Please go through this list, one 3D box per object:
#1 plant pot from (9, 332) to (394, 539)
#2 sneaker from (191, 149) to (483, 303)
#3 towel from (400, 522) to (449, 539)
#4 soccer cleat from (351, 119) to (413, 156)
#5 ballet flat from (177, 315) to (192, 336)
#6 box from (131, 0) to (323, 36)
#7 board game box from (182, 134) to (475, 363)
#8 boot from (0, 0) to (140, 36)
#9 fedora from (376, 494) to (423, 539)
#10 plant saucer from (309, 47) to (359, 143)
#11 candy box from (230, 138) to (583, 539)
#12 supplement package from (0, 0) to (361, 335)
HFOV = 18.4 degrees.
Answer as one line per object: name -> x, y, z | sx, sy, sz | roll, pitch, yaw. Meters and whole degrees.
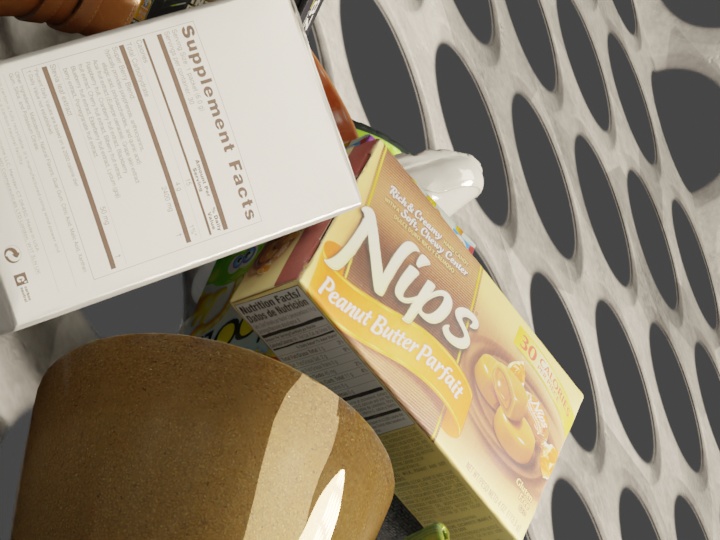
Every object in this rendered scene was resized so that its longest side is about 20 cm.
plant pot -> -0.094, 0.166, 1.061 | 0.186, 0.186, 0.200 | 56, 38, -41
sneaker -> 0.000, 0.000, 1.404 | 0.099, 0.200, 0.078 | 59, -2, 19
towel -> -0.030, 0.210, 1.101 | 0.023, 0.200, 0.144 | 50, 8, -18
soccer cleat -> -0.032, -0.090, 1.501 | 0.200, 0.068, 0.081 | 28, 23, -11
ballet flat -> -0.092, 0.103, 1.271 | 0.062, 0.067, 0.200 | 32, 42, -49
box -> -0.103, -0.206, 1.228 | 0.200, 0.161, 0.049 | 30, 18, 7
board game box -> -0.027, 0.039, 1.249 | 0.105, 0.103, 0.200 | 45, 46, -27
boot -> -0.177, -0.144, 1.102 | 0.155, 0.074, 0.200 | 33, 77, -50
fedora -> 0.011, 0.156, 1.300 | 0.092, 0.200, 0.201 | 109, -18, -52
plant saucer -> -0.070, -0.138, 1.380 | 0.200, 0.032, 0.200 | 50, 12, -15
candy box -> 0.029, 0.043, 1.185 | 0.200, 0.055, 0.115 | 50, 44, -22
supplement package -> -0.124, -0.050, 1.075 | 0.200, 0.121, 0.120 | -21, 93, -34
